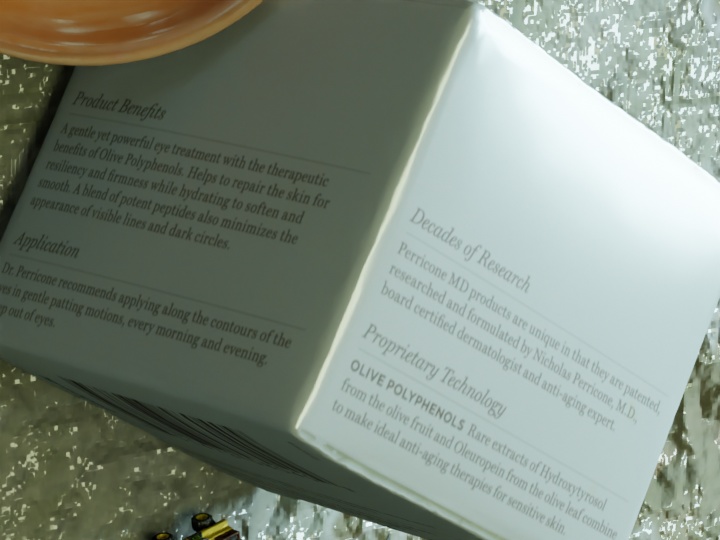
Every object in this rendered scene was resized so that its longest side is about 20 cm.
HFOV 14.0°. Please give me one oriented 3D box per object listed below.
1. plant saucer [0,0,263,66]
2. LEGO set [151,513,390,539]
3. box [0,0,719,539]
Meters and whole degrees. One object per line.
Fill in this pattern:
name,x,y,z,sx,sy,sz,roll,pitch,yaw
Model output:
plant saucer,-0.102,-0.174,1.053,0.200,0.037,0.201,-2,113,-4
LEGO set,-0.034,0.209,1.199,0.154,0.116,0.200,-14,109,-40
box,0.000,0.000,1.134,0.200,0.199,0.172,30,78,-44
